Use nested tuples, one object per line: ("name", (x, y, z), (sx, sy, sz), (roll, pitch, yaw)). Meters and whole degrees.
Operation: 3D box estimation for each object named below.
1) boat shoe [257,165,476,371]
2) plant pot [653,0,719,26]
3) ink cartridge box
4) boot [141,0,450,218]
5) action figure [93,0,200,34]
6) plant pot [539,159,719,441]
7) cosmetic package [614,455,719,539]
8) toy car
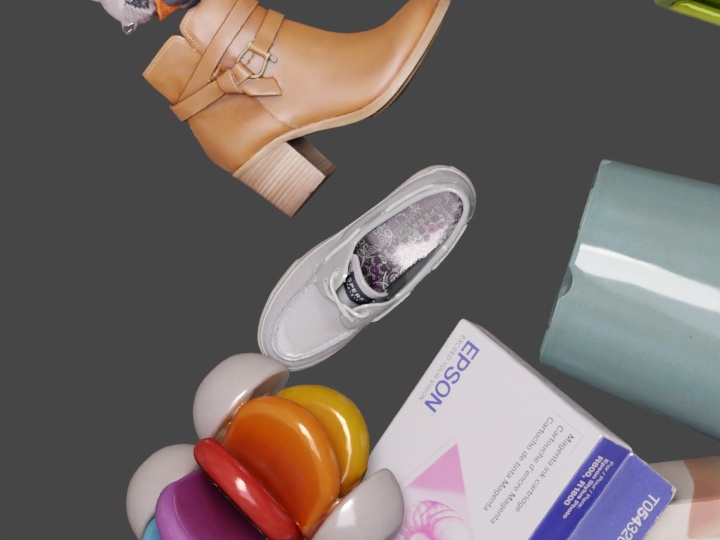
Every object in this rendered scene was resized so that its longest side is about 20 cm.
("boat shoe", (0.001, 0.000, 1.205), (0.201, 0.072, 0.070), (-42, 97, 9))
("plant pot", (0.322, -0.244, 1.102), (0.197, 0.200, 0.184), (16, 92, -1))
("ink cartridge box", (0.092, 0.171, 1.194), (0.200, 0.043, 0.197), (39, 99, 33))
("boot", (-0.046, -0.157, 1.184), (0.155, 0.074, 0.200), (42, 95, -1))
("action figure", (-0.098, -0.230, 1.117), (0.193, 0.200, 0.105), (-39, 109, 5))
("plant pot", (0.235, 0.022, 1.154), (0.194, 0.200, 0.202), (18, 99, 7))
("cosmetic package", (0.280, 0.186, 1.213), (0.197, 0.103, 0.088), (-7, 99, 1))
("toy car", (-0.081, 0.170, 1.175), (0.175, 0.150, 0.201), (42, 105, 14))
